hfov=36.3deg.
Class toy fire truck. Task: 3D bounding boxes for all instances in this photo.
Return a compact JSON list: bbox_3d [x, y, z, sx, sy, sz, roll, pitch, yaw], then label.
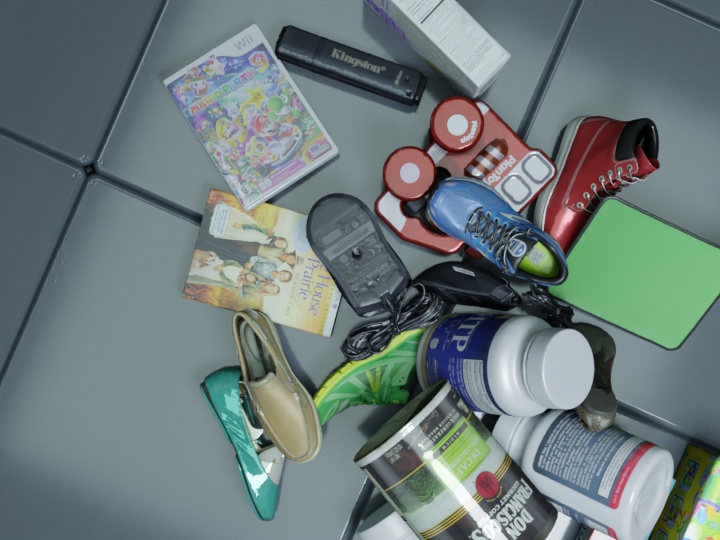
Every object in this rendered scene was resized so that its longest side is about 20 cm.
[{"bbox_3d":[0.124,-0.107,1.362,0.168,0.112,0.200,44,91,3],"label":"toy fire truck"}]

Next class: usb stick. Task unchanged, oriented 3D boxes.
[{"bbox_3d":[-0.013,-0.261,1.401,0.198,0.033,0.056,20,53,0],"label":"usb stick"}]

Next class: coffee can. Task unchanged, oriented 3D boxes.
[{"bbox_3d":[0.109,0.248,1.269,0.146,0.146,0.200,-41,89,0],"label":"coffee can"}]

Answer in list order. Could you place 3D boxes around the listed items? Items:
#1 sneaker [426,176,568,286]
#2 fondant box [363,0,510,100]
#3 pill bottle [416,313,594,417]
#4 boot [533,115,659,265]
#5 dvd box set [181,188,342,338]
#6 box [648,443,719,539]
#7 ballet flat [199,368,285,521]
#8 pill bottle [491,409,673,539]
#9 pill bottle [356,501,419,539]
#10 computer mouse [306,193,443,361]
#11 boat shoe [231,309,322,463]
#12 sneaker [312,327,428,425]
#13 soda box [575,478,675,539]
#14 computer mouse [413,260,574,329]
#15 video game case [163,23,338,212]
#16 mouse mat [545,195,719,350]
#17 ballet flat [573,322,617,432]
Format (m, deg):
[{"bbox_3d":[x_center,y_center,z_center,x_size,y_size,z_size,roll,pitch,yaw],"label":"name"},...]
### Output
[{"bbox_3d":[0.169,-0.045,1.297,0.199,0.089,0.079,29,98,-13],"label":"sneaker"},{"bbox_3d":[0.089,-0.301,1.351,0.058,0.144,0.200,-44,89,1],"label":"fondant box"},{"bbox_3d":[0.172,0.112,1.303,0.119,0.199,0.121,1,88,-39],"label":"pill bottle"},{"bbox_3d":[0.292,-0.091,1.341,0.072,0.144,0.202,17,90,-32],"label":"boot"},{"bbox_3d":[-0.114,-0.009,1.405,0.198,0.029,0.148,16,89,1],"label":"dvd box set"},{"bbox_3d":[0.470,0.347,1.346,0.199,0.122,0.194,25,89,0],"label":"box"},{"bbox_3d":[-0.133,0.214,1.381,0.070,0.067,0.202,-25,88,6],"label":"ballet flat"},{"bbox_3d":[0.260,0.233,1.319,0.199,0.119,0.121,22,89,35],"label":"pill bottle"},{"bbox_3d":[0.087,0.378,1.353,0.114,0.114,0.201,-35,89,0],"label":"pill bottle"},{"bbox_3d":[0.000,0.000,1.360,0.138,0.053,0.201,-28,89,-2],"label":"computer mouse"},{"bbox_3d":[-0.111,0.141,1.334,0.071,0.076,0.201,-30,77,6],"label":"boat shoe"},{"bbox_3d":[0.020,0.141,1.379,0.199,0.074,0.084,-33,85,0],"label":"sneaker"},{"bbox_3d":[0.316,0.331,1.377,0.068,0.064,0.201,27,90,1],"label":"soda box"},{"bbox_3d":[0.173,0.028,1.371,0.199,0.140,0.046,8,74,38],"label":"computer mouse"},{"bbox_3d":[-0.139,-0.195,1.400,0.143,0.018,0.201,-33,83,-5],"label":"video game case"},{"bbox_3d":[0.348,0.007,1.358,0.199,0.008,0.162,24,122,-9],"label":"mouse mat"},{"bbox_3d":[0.279,0.129,1.330,0.067,0.201,0.047,10,121,0],"label":"ballet flat"}]
